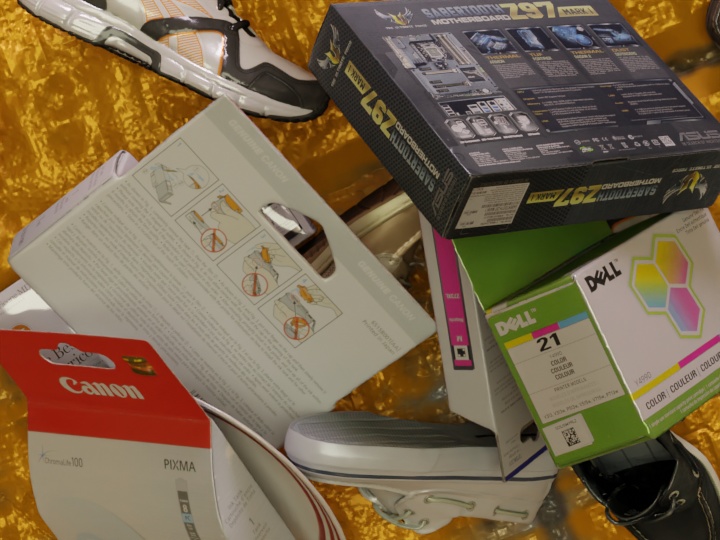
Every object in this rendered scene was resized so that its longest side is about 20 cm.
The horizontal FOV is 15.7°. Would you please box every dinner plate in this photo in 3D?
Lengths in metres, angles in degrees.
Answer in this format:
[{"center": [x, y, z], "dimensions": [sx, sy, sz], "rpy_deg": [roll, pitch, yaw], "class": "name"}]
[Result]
[{"center": [-0.089, 0.130, 1.573], "dimensions": [0.200, 0.200, 0.024], "rpy_deg": [36, 59, -1], "class": "dinner plate"}]

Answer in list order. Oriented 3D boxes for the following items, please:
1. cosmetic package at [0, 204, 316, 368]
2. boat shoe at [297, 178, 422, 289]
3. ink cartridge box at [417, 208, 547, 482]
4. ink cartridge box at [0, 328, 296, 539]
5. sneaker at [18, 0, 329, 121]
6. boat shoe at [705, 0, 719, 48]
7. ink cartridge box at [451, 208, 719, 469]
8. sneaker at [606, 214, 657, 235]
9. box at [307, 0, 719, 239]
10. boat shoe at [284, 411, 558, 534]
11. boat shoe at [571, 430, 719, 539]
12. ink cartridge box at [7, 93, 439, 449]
[{"center": [-0.132, -0.001, 1.617], "dimensions": [0.200, 0.051, 0.083], "rpy_deg": [-35, 92, 3], "class": "cosmetic package"}, {"center": [0.000, 0.000, 1.609], "dimensions": [0.200, 0.071, 0.065], "rpy_deg": [-36, 97, 13], "class": "boat shoe"}, {"center": [0.080, 0.017, 1.557], "dimensions": [0.037, 0.095, 0.200], "rpy_deg": [-3, 105, 31], "class": "ink cartridge box"}, {"center": [-0.139, 0.119, 1.539], "dimensions": [0.047, 0.160, 0.200], "rpy_deg": [-56, 130, -31], "class": "ink cartridge box"}, {"center": [-0.106, -0.153, 1.588], "dimensions": [0.200, 0.074, 0.080], "rpy_deg": [26, 92, -1], "class": "sneaker"}, {"center": [0.311, -0.141, 1.588], "dimensions": [0.200, 0.073, 0.075], "rpy_deg": [12, 94, 0], "class": "boat shoe"}, {"center": [0.134, -0.009, 1.491], "dimensions": [0.076, 0.148, 0.200], "rpy_deg": [-23, 94, 42], "class": "ink cartridge box"}, {"center": [0.156, -0.002, 1.601], "dimensions": [0.080, 0.074, 0.200], "rpy_deg": [-5, 93, 3], "class": "sneaker"}, {"center": [0.093, -0.093, 1.480], "dimensions": [0.200, 0.158, 0.051], "rpy_deg": [-7, 136, -35], "class": "box"}, {"center": [0.040, 0.129, 1.574], "dimensions": [0.200, 0.074, 0.067], "rpy_deg": [5, 103, -32], "class": "boat shoe"}, {"center": [0.164, 0.120, 1.578], "dimensions": [0.074, 0.066, 0.199], "rpy_deg": [-13, 122, 23], "class": "boat shoe"}, {"center": [-0.080, 0.007, 1.550], "dimensions": [0.174, 0.044, 0.200], "rpy_deg": [-37, 109, 18], "class": "ink cartridge box"}]
